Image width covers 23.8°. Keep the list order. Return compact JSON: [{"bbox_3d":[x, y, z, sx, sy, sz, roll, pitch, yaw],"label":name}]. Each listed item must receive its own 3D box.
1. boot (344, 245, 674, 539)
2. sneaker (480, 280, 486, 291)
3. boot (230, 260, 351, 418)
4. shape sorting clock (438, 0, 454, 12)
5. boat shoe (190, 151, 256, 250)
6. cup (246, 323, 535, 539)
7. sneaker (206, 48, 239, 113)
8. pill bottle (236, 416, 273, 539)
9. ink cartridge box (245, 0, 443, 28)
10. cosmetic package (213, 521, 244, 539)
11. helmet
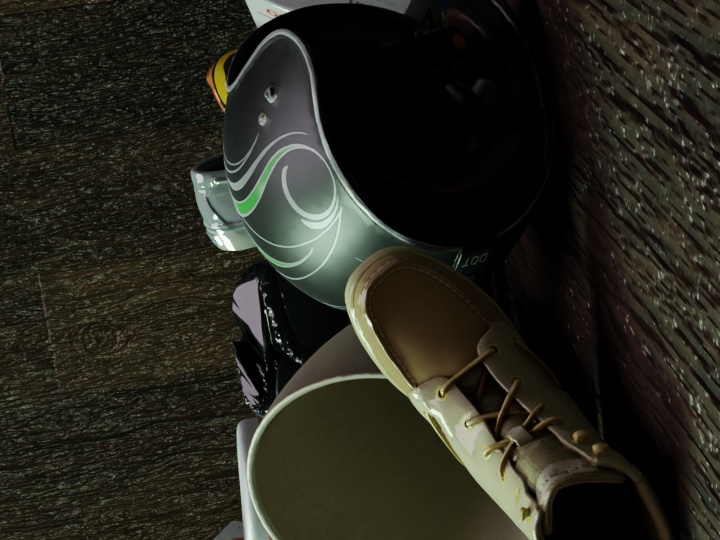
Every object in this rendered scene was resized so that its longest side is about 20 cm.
[{"bbox_3d":[0.076,0.078,0.869,0.200,0.073,0.155,52,180,-14],"label":"boot"},{"bbox_3d":[0.067,0.072,1.259,0.076,0.070,0.201,-147,47,-75],"label":"sneaker"},{"bbox_3d":[0.000,0.000,1.156,0.076,0.168,0.201,21,106,50],"label":"boot"},{"bbox_3d":[0.041,-0.274,1.152,0.200,0.039,0.201,171,90,-85],"label":"shape sorting clock"},{"bbox_3d":[-0.018,-0.082,1.131,0.070,0.200,0.072,-122,8,-64],"label":"boat shoe"},{"bbox_3d":[0.044,0.095,1.067,0.144,0.199,0.201,-68,-20,-49],"label":"cup"},{"bbox_3d":[-0.029,-0.089,1.225,0.200,0.070,0.090,44,165,-29],"label":"sneaker"},{"bbox_3d":[0.015,0.152,1.207,0.111,0.199,0.112,176,90,-84],"label":"pill bottle"},{"bbox_3d":[-0.008,-0.171,1.172,0.068,0.116,0.200,-63,-18,-15],"label":"ink cartridge box"},{"bbox_3d":[-0.026,0.240,1.219,0.151,0.199,0.052,-33,-52,-72],"label":"cosmetic package"},{"bbox_3d":[0.010,-0.073,1.011,0.191,0.199,0.201,157,105,-67],"label":"helmet"}]
